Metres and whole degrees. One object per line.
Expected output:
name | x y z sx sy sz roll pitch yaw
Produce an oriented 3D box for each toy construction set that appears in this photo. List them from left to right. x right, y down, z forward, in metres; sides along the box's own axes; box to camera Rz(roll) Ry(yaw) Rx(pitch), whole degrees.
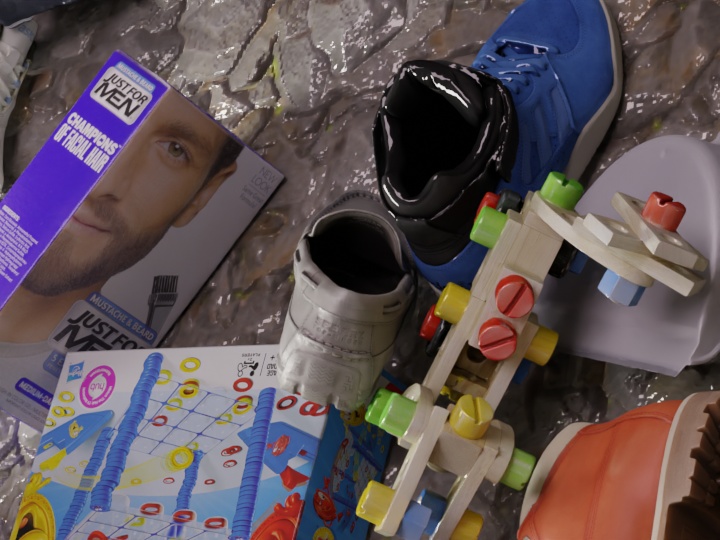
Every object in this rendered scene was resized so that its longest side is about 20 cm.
toy construction set | 0.070 0.030 1.170 0.200 0.092 0.131 -49 8 14

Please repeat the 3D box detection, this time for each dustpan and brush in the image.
dustpan and brush | 0.165 -0.040 1.232 0.140 0.057 0.200 11 77 55

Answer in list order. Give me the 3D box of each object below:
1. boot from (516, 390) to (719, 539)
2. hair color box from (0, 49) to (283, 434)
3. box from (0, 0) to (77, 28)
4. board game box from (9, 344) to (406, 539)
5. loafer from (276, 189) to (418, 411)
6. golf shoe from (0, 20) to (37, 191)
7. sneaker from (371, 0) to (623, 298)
boot | 0.110 0.149 1.141 0.107 0.075 0.200 -6 52 40
hair color box | -0.147 -0.009 1.416 0.200 0.109 0.065 -54 45 -2
box | -0.178 -0.275 1.522 0.196 0.200 0.118 -19 52 14
board game box | -0.092 0.139 1.315 0.200 0.056 0.196 -4 61 37
loafer | 0.000 0.000 1.270 0.200 0.070 0.070 -82 10 -66
golf shoe | -0.245 -0.123 1.594 0.097 0.078 0.200 -33 48 11
sneaker | 0.068 -0.088 1.276 0.077 0.111 0.200 8 61 33
